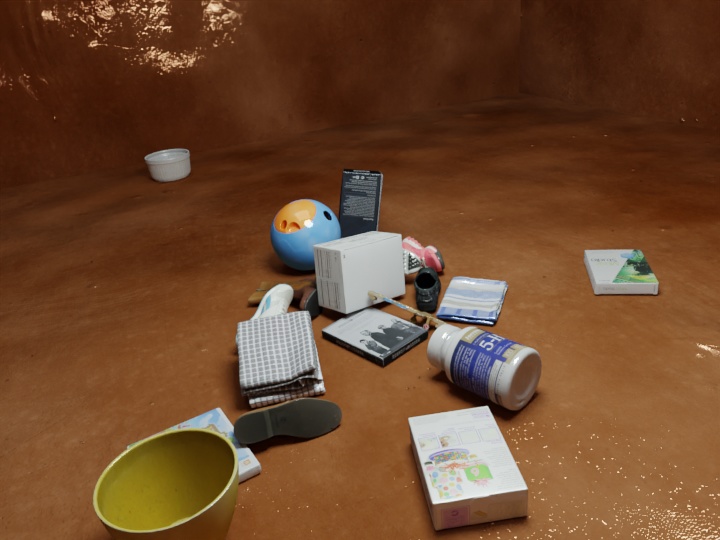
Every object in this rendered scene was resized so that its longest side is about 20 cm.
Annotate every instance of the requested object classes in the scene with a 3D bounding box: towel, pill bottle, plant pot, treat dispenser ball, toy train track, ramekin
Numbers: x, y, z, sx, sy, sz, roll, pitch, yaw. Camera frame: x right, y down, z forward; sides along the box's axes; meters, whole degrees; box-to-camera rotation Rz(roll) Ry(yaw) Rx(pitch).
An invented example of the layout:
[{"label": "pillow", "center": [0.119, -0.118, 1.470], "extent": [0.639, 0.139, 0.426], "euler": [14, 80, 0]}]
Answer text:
[{"label": "towel", "center": [-0.169, 0.173, 1.279], "extent": [0.165, 0.086, 0.200], "euler": [-9, 39, -7]}, {"label": "towel", "center": [0.274, 0.069, 1.513], "extent": [0.146, 0.024, 0.200], "euler": [6, 27, 19]}, {"label": "pill bottle", "center": [0.231, 0.176, 1.191], "extent": [0.119, 0.120, 0.199], "euler": [-27, 32, -38]}, {"label": "plant pot", "center": [-0.265, 0.350, 0.903], "extent": [0.199, 0.143, 0.200], "euler": [-5, 26, 2]}, {"label": "treat dispenser ball", "center": [-0.156, -0.101, 1.763], "extent": [0.200, 0.202, 0.201], "euler": [-5, 25, 2]}, {"label": "toy train track", "center": [0.104, 0.098, 1.445], "extent": [0.199, 0.033, 0.115], "euler": [23, 3, 18]}, {"label": "ramekin", "center": [-0.873, -0.479, 2.834], "extent": [0.199, 0.106, 0.200], "euler": [-4, 25, 2]}]

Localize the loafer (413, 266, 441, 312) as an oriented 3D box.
[{"label": "loafer", "center": [0.169, 0.032, 1.564], "extent": [0.068, 0.071, 0.201], "euler": [-3, 25, 8]}]

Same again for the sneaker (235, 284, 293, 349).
[{"label": "sneaker", "center": [-0.203, 0.116, 1.445], "extent": [0.080, 0.077, 0.200], "euler": [11, 50, 27]}]

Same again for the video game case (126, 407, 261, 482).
[{"label": "video game case", "center": [-0.297, 0.331, 1.092], "extent": [0.181, 0.022, 0.200], "euler": [-19, 28, -27]}]

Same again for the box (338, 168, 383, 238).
[{"label": "box", "center": [-0.003, -0.204, 1.893], "extent": [0.123, 0.198, 0.200], "euler": [3, 11, -2]}]

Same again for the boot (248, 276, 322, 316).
[{"label": "boot", "center": [-0.192, 0.064, 1.583], "extent": [0.199, 0.069, 0.189], "euler": [-2, 28, 12]}]

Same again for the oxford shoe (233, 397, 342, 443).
[{"label": "oxford shoe", "center": [-0.134, 0.269, 1.140], "extent": [0.199, 0.072, 0.071], "euler": [-3, -2, -14]}]

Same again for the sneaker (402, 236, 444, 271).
[{"label": "sneaker", "center": [0.156, -0.028, 1.721], "extent": [0.087, 0.074, 0.200], "euler": [-32, 29, -19]}]

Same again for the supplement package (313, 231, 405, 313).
[{"label": "supplement package", "center": [0.000, 0.000, 1.531], "extent": [0.199, 0.157, 0.111], "euler": [-16, 17, -37]}]

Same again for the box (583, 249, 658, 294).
[{"label": "box", "center": [0.652, 0.001, 1.566], "extent": [0.143, 0.037, 0.200], "euler": [-1, 27, 11]}]

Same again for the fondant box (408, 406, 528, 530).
[{"label": "fondant box", "center": [0.166, 0.309, 0.996], "extent": [0.143, 0.059, 0.200], "euler": [-8, 24, -4]}]

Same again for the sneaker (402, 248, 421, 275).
[{"label": "sneaker", "center": [0.075, -0.018, 1.672], "extent": [0.199, 0.076, 0.081], "euler": [2, -13, 29]}]

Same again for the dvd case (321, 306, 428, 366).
[{"label": "dvd case", "center": [0.031, 0.143, 1.415], "extent": [0.150, 0.025, 0.199], "euler": [-27, 32, -37]}]
